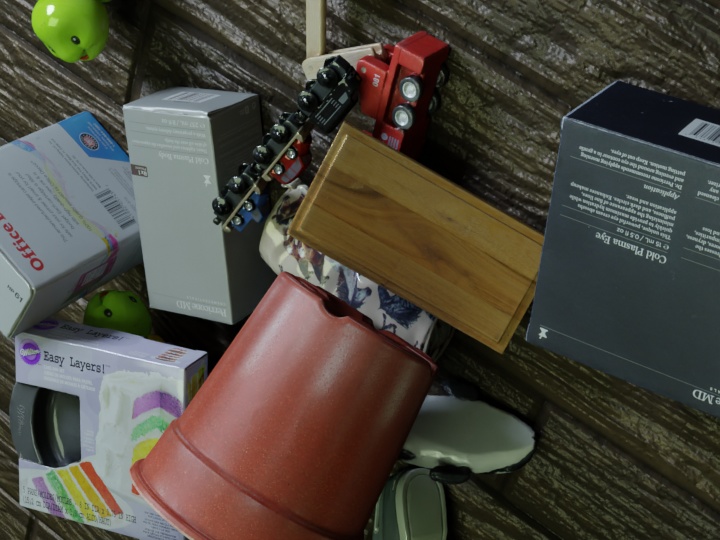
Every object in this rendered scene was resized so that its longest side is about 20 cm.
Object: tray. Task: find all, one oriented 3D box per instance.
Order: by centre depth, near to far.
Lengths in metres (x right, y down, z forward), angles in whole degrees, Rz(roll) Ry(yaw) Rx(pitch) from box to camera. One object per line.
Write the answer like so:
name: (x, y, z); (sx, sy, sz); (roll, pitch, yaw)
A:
tray: (0.050, -0.026, 1.006); (0.198, 0.037, 0.100); (29, 97, -2)

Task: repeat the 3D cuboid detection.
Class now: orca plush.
orca plush: (0.052, 0.160, 1.108); (0.072, 0.196, 0.106); (96, 164, -47)

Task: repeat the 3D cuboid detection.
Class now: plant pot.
plant pot: (-0.047, 0.121, 0.990); (0.199, 0.201, 0.197); (31, 91, 19)

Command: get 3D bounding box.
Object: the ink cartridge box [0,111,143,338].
ink cartridge box: (-0.299, -0.048, 1.207); (0.145, 0.199, 0.085); (48, 130, 6)

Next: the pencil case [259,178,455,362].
pencil case: (0.000, 0.000, 1.097); (0.199, 0.078, 0.090); (33, 111, 18)

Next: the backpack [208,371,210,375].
backpack: (-0.072, 0.161, 1.195); (0.198, 0.126, 0.169); (-12, 101, 35)

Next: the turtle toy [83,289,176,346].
turtle toy: (-0.226, 0.116, 1.266); (0.100, 0.145, 0.203); (-15, 103, 45)

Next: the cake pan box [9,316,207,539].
cake pan box: (-0.237, 0.150, 1.187); (0.197, 0.052, 0.187); (11, 107, 21)

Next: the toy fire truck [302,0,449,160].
toy fire truck: (-0.001, -0.165, 1.037); (0.140, 0.049, 0.202); (31, 127, 21)

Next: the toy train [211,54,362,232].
toy train: (-0.062, -0.098, 1.050); (0.046, 0.034, 0.200); (38, 124, -9)

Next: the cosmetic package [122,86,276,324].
cosmetic package: (-0.146, -0.062, 1.168); (0.105, 0.090, 0.203); (8, 113, 29)

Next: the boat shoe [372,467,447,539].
boat shoe: (0.043, 0.287, 1.177); (0.061, 0.072, 0.204); (-12, 75, 55)

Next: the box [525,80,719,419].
box: (0.237, -0.013, 0.903); (0.198, 0.104, 0.185); (22, 122, 26)

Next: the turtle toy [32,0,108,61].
turtle toy: (-0.271, -0.289, 1.127); (0.144, 0.101, 0.203); (-10, 105, 38)
